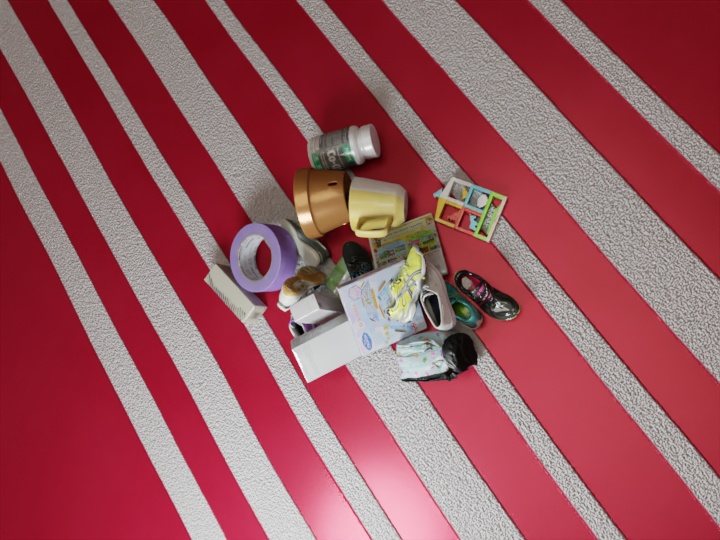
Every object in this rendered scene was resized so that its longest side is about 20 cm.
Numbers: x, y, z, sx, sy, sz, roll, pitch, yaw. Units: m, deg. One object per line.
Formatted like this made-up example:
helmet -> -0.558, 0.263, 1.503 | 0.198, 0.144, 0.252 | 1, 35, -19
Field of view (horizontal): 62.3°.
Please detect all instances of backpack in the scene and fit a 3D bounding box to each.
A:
backpack -> 0.190, 0.225, 1.565 | 0.197, 0.165, 0.130 | -15, 83, 33

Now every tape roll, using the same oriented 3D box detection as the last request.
tape roll -> -0.292, -0.038, 1.789 | 0.196, 0.084, 0.206 | 1, 91, 30

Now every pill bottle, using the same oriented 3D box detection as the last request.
pill bottle -> -0.047, -0.358, 1.747 | 0.196, 0.113, 0.116 | -12, 79, 19

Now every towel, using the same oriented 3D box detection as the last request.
towel -> 0.005, 0.039, 1.724 | 0.199, 0.031, 0.151 | 36, 93, 23

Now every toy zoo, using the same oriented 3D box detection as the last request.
toy zoo -> 0.291, -0.175, 1.646 | 0.197, 0.020, 0.134 | 24, 91, 22

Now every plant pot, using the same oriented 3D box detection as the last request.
plant pot -> -0.095, -0.204, 1.704 | 0.137, 0.200, 0.205 | -9, 80, 13

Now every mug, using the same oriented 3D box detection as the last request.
mug -> 0.053, -0.167, 1.673 | 0.149, 0.150, 0.191 | 3, 77, 12

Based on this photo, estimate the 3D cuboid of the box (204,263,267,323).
box -> -0.385, 0.071, 1.833 | 0.200, 0.082, 0.069 | 43, 99, 21

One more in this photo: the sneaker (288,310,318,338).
sneaker -> -0.177, 0.120, 1.732 | 0.072, 0.114, 0.204 | -27, 73, 16

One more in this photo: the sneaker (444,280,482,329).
sneaker -> 0.243, 0.080, 1.595 | 0.199, 0.079, 0.078 | 35, 94, 30

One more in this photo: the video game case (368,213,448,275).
video game case -> 0.131, -0.045, 1.668 | 0.196, 0.023, 0.186 | -19, 66, 15

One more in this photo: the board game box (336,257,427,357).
board game box -> 0.058, 0.099, 1.601 | 0.196, 0.041, 0.204 | -22, 103, -8

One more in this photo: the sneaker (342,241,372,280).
sneaker -> 0.000, 0.000, 1.673 | 0.072, 0.082, 0.203 | -32, 70, 13

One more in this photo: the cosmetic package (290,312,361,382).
cosmetic package -> -0.085, 0.209, 1.654 | 0.196, 0.081, 0.115 | -25, 105, -5

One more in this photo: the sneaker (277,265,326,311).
sneaker -> -0.175, 0.052, 1.709 | 0.075, 0.199, 0.089 | 37, 121, 15

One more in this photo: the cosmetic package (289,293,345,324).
cosmetic package -> -0.117, 0.109, 1.663 | 0.081, 0.200, 0.051 | -30, 75, 13

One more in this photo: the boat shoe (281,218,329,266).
boat shoe -> -0.168, -0.089, 1.794 | 0.200, 0.061, 0.074 | 45, 141, 29

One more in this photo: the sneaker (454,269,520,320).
sneaker -> 0.326, 0.066, 1.567 | 0.198, 0.084, 0.078 | 32, 94, 21

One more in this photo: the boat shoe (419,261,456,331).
boat shoe -> 0.187, 0.061, 1.552 | 0.073, 0.065, 0.203 | -42, 59, 30

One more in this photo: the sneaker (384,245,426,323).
sneaker -> 0.118, 0.034, 1.544 | 0.075, 0.075, 0.205 | 11, 95, -14
